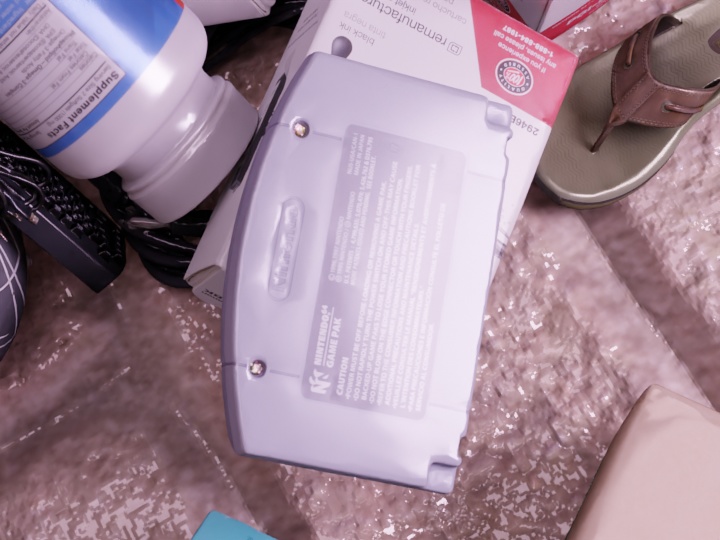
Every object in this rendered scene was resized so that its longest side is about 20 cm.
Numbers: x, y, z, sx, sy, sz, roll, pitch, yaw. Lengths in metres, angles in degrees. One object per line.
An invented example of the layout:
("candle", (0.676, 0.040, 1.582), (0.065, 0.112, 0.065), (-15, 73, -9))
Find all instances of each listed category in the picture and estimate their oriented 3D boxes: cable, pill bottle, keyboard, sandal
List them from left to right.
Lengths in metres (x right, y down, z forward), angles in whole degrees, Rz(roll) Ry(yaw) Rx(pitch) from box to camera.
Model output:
("keyboard", (-0.190, -0.067, 0.786), (0.040, 0.200, 0.105), (-38, 28, 17))
("pill bottle", (-0.151, -0.120, 0.784), (0.200, 0.112, 0.113), (42, 79, -23))
("cable", (-0.062, -0.084, 0.879), (0.199, 0.051, 0.164), (-37, 72, -6))
("sandal", (0.175, -0.115, 0.854), (0.200, 0.057, 0.080), (-37, 72, -5))

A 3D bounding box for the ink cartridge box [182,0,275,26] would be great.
("ink cartridge box", (-0.149, -0.217, 0.884), (0.197, 0.084, 0.147), (-5, 63, 21))

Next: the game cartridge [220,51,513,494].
("game cartridge", (0.000, 0.000, 0.744), (0.132, 0.040, 0.203), (14, 80, -19))

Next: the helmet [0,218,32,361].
("helmet", (-0.281, -0.013, 0.822), (0.200, 0.200, 0.190), (-46, 56, -8))

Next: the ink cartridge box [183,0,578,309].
("ink cartridge box", (0.012, -0.054, 0.816), (0.143, 0.084, 0.202), (26, 77, -13))

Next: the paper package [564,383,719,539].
("paper package", (0.180, 0.190, 0.733), (0.189, 0.104, 0.202), (25, 78, 14))

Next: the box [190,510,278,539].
("box", (-0.088, 0.219, 0.739), (0.081, 0.050, 0.201), (22, 46, 13))

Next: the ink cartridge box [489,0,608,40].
("ink cartridge box", (0.093, -0.224, 0.812), (0.082, 0.200, 0.148), (-33, 84, -4))
